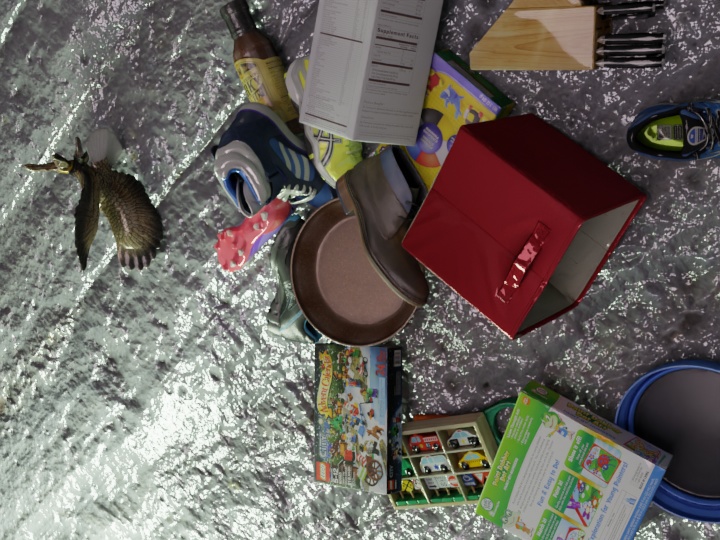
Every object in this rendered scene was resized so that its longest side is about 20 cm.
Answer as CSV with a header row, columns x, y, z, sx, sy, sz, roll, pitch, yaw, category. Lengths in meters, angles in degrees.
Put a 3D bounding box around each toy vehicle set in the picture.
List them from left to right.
x,y,z,sx,sy,sz,roll,pitch,yaw,category
0.107,0.270,1.388,0.198,0.026,0.126,-15,105,38,toy vehicle set

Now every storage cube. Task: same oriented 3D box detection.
x,y,z,sx,sy,sz,roll,pitch,yaw,category
0.188,-0.057,1.148,0.179,0.199,0.172,40,123,23,storage cube

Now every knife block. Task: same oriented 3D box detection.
x,y,z,sx,sy,sz,roll,pitch,yaw,category
0.245,-0.253,1.123,0.176,0.064,0.200,50,125,10,knife block

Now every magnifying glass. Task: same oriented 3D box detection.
x,y,z,sx,sy,sz,roll,pitch,yaw,category
0.161,0.212,1.353,0.198,0.022,0.081,-2,108,35,magnifying glass

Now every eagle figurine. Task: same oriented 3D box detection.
x,y,z,sx,sy,sz,roll,pitch,yaw,category
-0.406,-0.101,1.546,0.201,0.151,0.152,52,163,27,eagle figurine

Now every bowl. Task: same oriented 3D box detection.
x,y,z,sx,sy,sz,roll,pitch,yaw,category
0.405,0.201,1.184,0.198,0.039,0.204,11,111,30,bowl

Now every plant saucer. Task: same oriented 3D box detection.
x,y,z,sx,sy,sz,roll,pitch,yaw,category
0.000,0.000,1.332,0.198,0.037,0.204,1,93,26,plant saucer

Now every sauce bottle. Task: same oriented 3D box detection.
x,y,z,sx,sy,sz,roll,pitch,yaw,category
-0.136,-0.272,1.361,0.064,0.064,0.202,-24,91,35,sauce bottle

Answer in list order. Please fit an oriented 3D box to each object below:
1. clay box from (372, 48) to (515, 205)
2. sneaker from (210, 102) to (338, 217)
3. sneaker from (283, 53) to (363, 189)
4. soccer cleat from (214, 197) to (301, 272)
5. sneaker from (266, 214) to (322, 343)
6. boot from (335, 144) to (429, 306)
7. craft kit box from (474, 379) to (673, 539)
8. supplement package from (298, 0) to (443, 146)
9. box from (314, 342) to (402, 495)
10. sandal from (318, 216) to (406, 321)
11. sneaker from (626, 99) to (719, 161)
x,y,z,sx,sy,sz,roll,pitch,yaw,category
0.094,-0.163,1.259,0.115,0.047,0.201,41,122,15,clay box
-0.113,-0.108,1.303,0.080,0.148,0.200,-15,133,38,sneaker
-0.034,-0.195,1.314,0.076,0.075,0.202,-22,95,35,sneaker
-0.150,-0.057,1.445,0.200,0.076,0.067,-46,65,49,soccer cleat
-0.084,0.014,1.422,0.081,0.073,0.202,19,125,23,sneaker
0.050,-0.059,1.241,0.097,0.074,0.202,-38,76,32,boot
0.262,0.271,1.247,0.196,0.048,0.202,26,118,19,craft kit box
0.014,-0.265,1.206,0.113,0.109,0.203,26,110,44,supplement package
-0.005,0.206,1.406,0.135,0.037,0.203,-1,88,39,box
0.011,-0.006,1.372,0.076,0.043,0.201,-43,76,25,sandal
0.379,-0.146,1.057,0.198,0.089,0.080,-5,104,33,sneaker
